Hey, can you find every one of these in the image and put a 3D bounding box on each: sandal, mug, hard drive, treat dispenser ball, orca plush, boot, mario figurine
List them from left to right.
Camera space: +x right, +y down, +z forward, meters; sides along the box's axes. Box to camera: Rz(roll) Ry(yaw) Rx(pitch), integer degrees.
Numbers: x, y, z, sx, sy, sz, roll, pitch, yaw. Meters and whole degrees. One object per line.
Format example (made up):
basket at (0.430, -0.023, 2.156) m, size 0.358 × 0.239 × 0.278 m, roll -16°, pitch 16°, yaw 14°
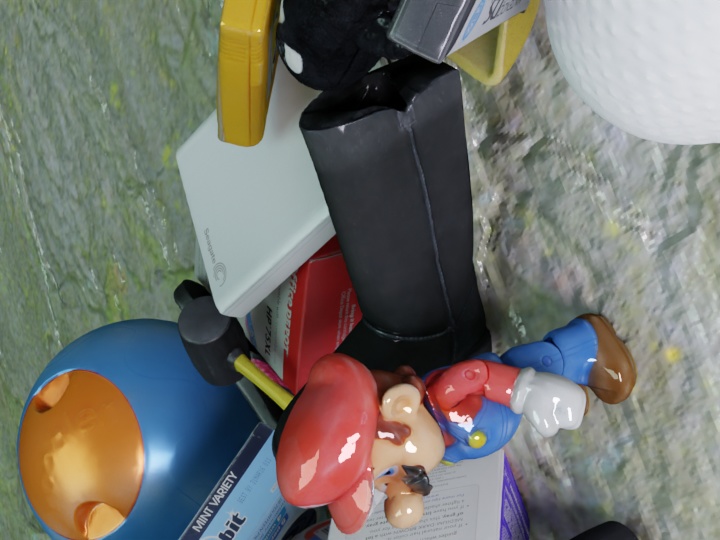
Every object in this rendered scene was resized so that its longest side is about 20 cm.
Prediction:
treat dispenser ball at (-0.170, 0.139, 1.263) m, size 0.201 × 0.200 × 0.202 m, roll 35°, pitch 132°, yaw 51°
sandal at (-0.059, 0.078, 1.149) m, size 0.200 × 0.045 × 0.075 m, roll 52°, pitch -172°, yaw 7°
hard drive at (-0.042, -0.078, 1.016) m, size 0.200 × 0.027 × 0.133 m, roll -41°, pitch 55°, yaw 38°
boot at (0.001, -0.001, 0.884) m, size 0.065 × 0.165 × 0.201 m, roll 26°, pitch 141°, yaw 36°
orca plush at (0.026, -0.138, 0.782) m, size 0.200 × 0.105 × 0.072 m, roll -36°, pitch 65°, yaw 35°
mario figurine at (0.049, 0.092, 0.834) m, size 0.106 × 0.199 × 0.124 m, roll 47°, pitch 142°, yaw 42°
mug at (0.148, -0.153, 0.622) m, size 0.175 × 0.147 × 0.201 m, roll 123°, pitch 154°, yaw -61°

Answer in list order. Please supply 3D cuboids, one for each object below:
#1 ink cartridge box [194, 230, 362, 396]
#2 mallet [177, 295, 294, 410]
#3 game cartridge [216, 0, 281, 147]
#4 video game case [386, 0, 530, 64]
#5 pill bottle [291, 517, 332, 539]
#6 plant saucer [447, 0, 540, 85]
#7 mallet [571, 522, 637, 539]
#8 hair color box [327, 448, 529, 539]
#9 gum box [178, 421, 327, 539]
ink cartridge box at (-0.041, 0.002, 1.099) m, size 0.200 × 0.067 × 0.117 m, roll 45°, pitch 140°, yaw 43°
mallet at (-0.046, 0.083, 1.034) m, size 0.200 × 0.041 × 0.066 m, roll 34°, pitch 160°, yaw 36°
game cartridge at (-0.053, -0.183, 0.926) m, size 0.200 × 0.032 × 0.178 m, roll 118°, pitch 162°, yaw -77°
video game case at (0.082, -0.186, 0.629) m, size 0.025 × 0.181 × 0.201 m, roll 28°, pitch 110°, yaw 8°
pill bottle at (0.027, 0.245, 1.042) m, size 0.200 × 0.112 × 0.113 m, roll 25°, pitch 124°, yaw 57°
plant saucer at (0.046, -0.229, 0.852) m, size 0.200 × 0.048 × 0.201 m, roll 44°, pitch 138°, yaw 45°
mallet at (0.125, 0.238, 0.891) m, size 0.041 × 0.065 × 0.202 m, roll 28°, pitch 127°, yaw 52°
hair color box at (0.034, 0.193, 0.896) m, size 0.200 × 0.109 × 0.065 m, roll -76°, pitch -31°, yaw -58°
gum box at (-0.087, 0.220, 1.118) m, size 0.044 × 0.170 × 0.200 m, roll 28°, pitch 158°, yaw 17°
